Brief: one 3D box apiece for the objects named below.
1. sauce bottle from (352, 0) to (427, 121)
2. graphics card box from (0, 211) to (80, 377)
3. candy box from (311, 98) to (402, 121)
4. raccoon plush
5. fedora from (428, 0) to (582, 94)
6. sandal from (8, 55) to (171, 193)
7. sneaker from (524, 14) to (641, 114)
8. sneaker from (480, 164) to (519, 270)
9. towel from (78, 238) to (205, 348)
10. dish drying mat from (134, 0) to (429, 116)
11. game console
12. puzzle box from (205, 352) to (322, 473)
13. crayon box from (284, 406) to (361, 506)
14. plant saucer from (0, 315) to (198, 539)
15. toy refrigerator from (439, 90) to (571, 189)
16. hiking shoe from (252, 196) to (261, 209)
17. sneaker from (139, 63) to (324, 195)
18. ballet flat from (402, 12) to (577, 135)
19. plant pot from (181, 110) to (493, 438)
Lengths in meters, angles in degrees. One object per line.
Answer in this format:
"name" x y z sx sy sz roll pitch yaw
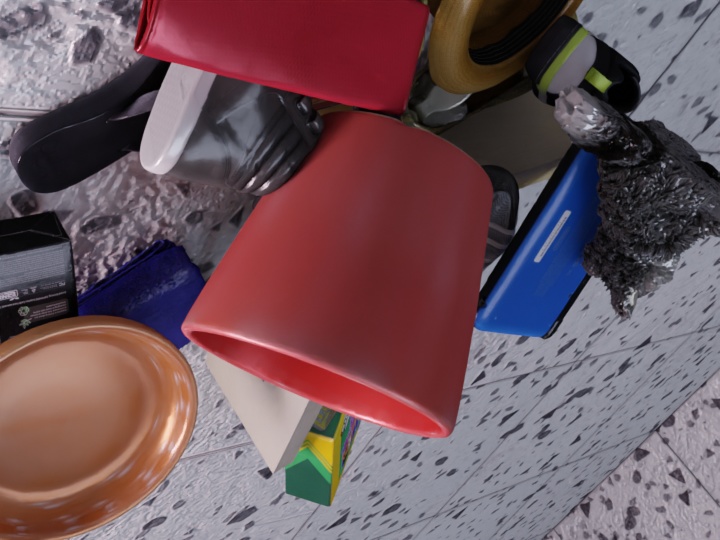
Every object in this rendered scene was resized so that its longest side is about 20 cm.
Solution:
"sauce bottle" 0.017 -0.172 0.691 0.066 0.066 0.201 -23 133 -26
"graphics card box" -0.269 0.063 0.710 0.125 0.051 0.201 -14 128 -26
"candy box" -0.014 -0.041 0.802 0.115 0.055 0.201 -20 110 -30
"raccoon plush" 0.185 -0.052 0.744 0.199 0.097 0.134 29 120 -21
"fedora" 0.106 -0.230 0.735 0.200 0.082 0.201 -37 155 -21
"sandal" -0.143 -0.109 0.672 0.200 0.043 0.076 -35 153 -5
"sneaker" 0.189 -0.152 0.803 0.072 0.083 0.200 -54 168 18
"sneaker" 0.091 -0.036 0.875 0.116 0.075 0.201 -64 178 -49
"towel" -0.223 0.057 0.840 0.199 0.050 0.148 -32 160 -11
"dish drying mat" -0.040 -0.148 0.589 0.199 0.018 0.077 4 104 -42
"game console" 0.165 -0.053 0.857 0.170 0.118 0.201 9 117 -45
"puzzle box" -0.086 0.090 0.867 0.025 0.133 0.200 -25 160 -26
"crayon box" -0.025 0.124 1.042 0.173 0.058 0.201 94 13 -55
"plant saucer" -0.219 0.115 0.721 0.199 0.037 0.201 -19 130 -24
"toy refrigerator" 0.125 -0.113 0.936 0.199 0.076 0.070 -21 169 -30
"hiking shoe" -0.012 -0.037 0.876 0.076 0.101 0.199 -47 151 21
"sneaker" -0.059 -0.140 0.635 0.099 0.071 0.201 23 97 -36
"ballet flat" 0.111 -0.174 0.837 0.199 0.071 0.071 -32 153 -4
"plant pot" 0.000 0.000 0.683 0.178 0.199 0.201 -68 157 -15
